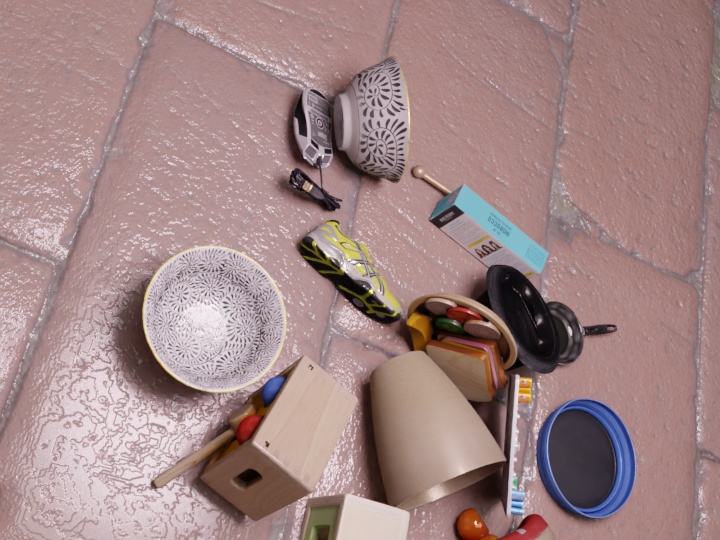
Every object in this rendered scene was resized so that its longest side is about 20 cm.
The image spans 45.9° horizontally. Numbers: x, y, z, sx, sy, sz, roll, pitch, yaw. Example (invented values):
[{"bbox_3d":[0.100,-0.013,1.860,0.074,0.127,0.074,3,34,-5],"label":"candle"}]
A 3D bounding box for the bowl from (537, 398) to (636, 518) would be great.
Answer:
[{"bbox_3d":[0.389,0.323,1.468,0.199,0.039,0.202,9,71,-26],"label":"bowl"}]

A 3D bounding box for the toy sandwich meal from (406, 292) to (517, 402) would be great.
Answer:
[{"bbox_3d":[0.150,0.119,1.322,0.205,0.205,0.070,39,57,-12],"label":"toy sandwich meal"}]

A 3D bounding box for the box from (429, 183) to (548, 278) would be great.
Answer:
[{"bbox_3d":[0.223,-0.059,1.476,0.200,0.082,0.049,37,59,-14],"label":"box"}]

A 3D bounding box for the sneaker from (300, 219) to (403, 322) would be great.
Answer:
[{"bbox_3d":[0.000,0.000,1.341,0.200,0.075,0.077,46,59,-10],"label":"sneaker"}]

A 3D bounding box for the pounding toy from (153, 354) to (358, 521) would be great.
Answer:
[{"bbox_3d":[-0.141,0.231,1.143,0.142,0.200,0.185,41,45,-11],"label":"pounding toy"}]

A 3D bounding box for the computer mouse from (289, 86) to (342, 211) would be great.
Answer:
[{"bbox_3d":[-0.078,-0.200,1.375,0.109,0.044,0.202,22,57,-47],"label":"computer mouse"}]

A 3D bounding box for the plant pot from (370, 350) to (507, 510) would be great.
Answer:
[{"bbox_3d":[0.092,0.230,1.271,0.186,0.188,0.201,-11,65,-30],"label":"plant pot"}]

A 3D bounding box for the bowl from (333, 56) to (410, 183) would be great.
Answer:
[{"bbox_3d":[0.010,-0.240,1.368,0.093,0.201,0.202,-3,75,-12],"label":"bowl"}]

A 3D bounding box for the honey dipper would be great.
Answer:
[{"bbox_3d":[0.176,-0.127,1.500,0.199,0.038,0.038,34,61,-12],"label":"honey dipper"}]

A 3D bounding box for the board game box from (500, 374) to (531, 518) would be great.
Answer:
[{"bbox_3d":[0.237,0.261,1.301,0.026,0.200,0.202,4,84,8],"label":"board game box"}]

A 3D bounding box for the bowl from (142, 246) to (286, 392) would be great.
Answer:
[{"bbox_3d":[-0.213,0.076,1.180,0.199,0.094,0.202,9,69,-26],"label":"bowl"}]

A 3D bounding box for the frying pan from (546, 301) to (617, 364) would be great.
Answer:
[{"bbox_3d":[0.378,0.098,1.539,0.189,0.031,0.116,-27,88,-36],"label":"frying pan"}]

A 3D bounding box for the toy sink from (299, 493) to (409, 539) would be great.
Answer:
[{"bbox_3d":[-0.026,0.418,1.160,0.111,0.130,0.201,21,66,-21],"label":"toy sink"}]

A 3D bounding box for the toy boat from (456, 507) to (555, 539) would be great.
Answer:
[{"bbox_3d":[0.196,0.422,1.300,0.199,0.131,0.131,-13,51,-31],"label":"toy boat"}]

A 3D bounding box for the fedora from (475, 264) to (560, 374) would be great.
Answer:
[{"bbox_3d":[0.246,0.093,1.420,0.200,0.091,0.202,30,42,-31],"label":"fedora"}]
